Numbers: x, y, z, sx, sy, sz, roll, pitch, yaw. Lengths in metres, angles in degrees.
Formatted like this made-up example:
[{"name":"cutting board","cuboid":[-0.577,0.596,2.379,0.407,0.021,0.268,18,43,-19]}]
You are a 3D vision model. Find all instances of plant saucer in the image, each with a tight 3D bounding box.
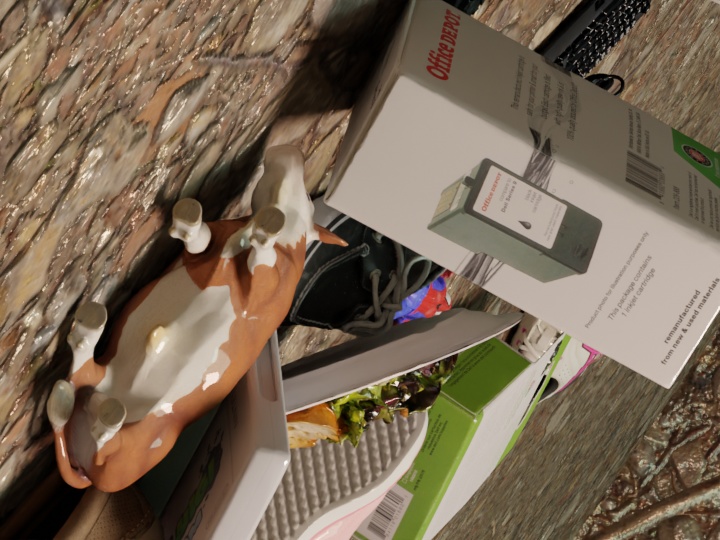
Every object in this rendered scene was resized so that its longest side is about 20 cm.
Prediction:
[{"name":"plant saucer","cuboid":[-0.112,0.104,1.519,0.200,0.019,0.070,-62,-160,26]}]

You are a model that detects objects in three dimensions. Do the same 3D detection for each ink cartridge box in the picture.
[{"name":"ink cartridge box","cuboid":[0.090,-0.045,1.499,0.084,0.199,0.146,-60,-174,21]},{"name":"ink cartridge box","cuboid":[0.069,0.101,2.131,0.200,0.076,0.148,-40,159,-55]}]

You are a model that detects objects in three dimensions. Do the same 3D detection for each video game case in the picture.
[{"name":"video game case","cuboid":[-0.090,0.121,1.503,0.182,0.024,0.201,-100,-146,-60]}]

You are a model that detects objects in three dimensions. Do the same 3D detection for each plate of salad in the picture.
[{"name":"plate of salad","cuboid":[-0.001,0.066,1.623,0.199,0.048,0.200,-20,-178,1]}]

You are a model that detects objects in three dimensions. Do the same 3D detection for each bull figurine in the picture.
[{"name":"bull figurine","cuboid":[-0.077,0.019,1.406,0.200,0.065,0.121,-55,165,-13]}]

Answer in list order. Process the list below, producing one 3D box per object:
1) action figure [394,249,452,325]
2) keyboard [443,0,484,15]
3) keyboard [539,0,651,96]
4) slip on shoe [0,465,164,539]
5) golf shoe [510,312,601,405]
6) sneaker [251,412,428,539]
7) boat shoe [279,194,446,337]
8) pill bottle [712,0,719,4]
[{"name":"action figure","cuboid":[0.028,0.013,1.831,0.066,0.052,0.200,-60,170,4]},{"name":"keyboard","cuboid":[0.104,-0.214,1.608,0.200,0.021,0.127,-52,167,-24]},{"name":"keyboard","cuboid":[0.154,-0.136,1.941,0.200,0.040,0.104,-45,162,-39]},{"name":"slip on shoe","cuboid":[-0.175,0.159,1.413,0.200,0.076,0.061,-39,120,-32]},{"name":"golf shoe","cuboid":[0.164,0.046,2.353,0.092,0.072,0.200,-48,165,-28]},{"name":"sneaker","cuboid":[-0.036,0.155,1.867,0.200,0.075,0.105,-45,161,-13]},{"name":"boat shoe","cuboid":[-0.001,0.002,1.637,0.074,0.068,0.199,-60,167,16]},{"name":"pill bottle","cuboid":[0.248,-0.245,1.852,0.114,0.114,0.200,-55,167,-7]}]
